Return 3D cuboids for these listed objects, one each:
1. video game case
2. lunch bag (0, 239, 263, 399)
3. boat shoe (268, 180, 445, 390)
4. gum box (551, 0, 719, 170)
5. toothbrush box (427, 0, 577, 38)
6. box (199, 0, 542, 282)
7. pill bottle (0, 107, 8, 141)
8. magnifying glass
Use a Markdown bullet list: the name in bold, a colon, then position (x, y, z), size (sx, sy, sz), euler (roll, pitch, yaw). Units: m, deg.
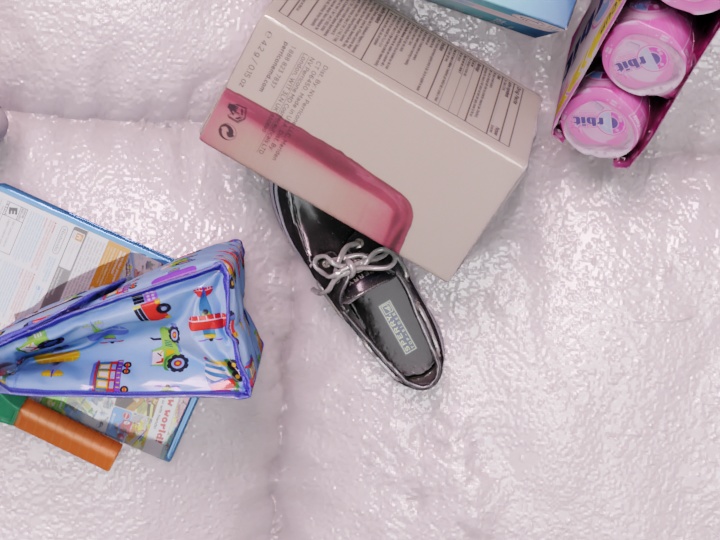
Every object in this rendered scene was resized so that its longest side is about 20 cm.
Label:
- **video game case**: position (-0.206, 0.040, 1.041), size (0.200, 0.018, 0.143), euler (24, 96, -4)
- **lunch bag**: position (-0.175, 0.048, 0.957), size (0.199, 0.151, 0.094), euler (-11, 97, 0)
- **boat shoe**: position (-0.002, 0.002, 1.012), size (0.073, 0.068, 0.200), euler (-27, 97, 2)
- **gum box**: position (0.196, -0.173, 0.926), size (0.066, 0.114, 0.200), euler (22, 138, -2)
- **toothbrush box**: position (0.051, -0.231, 0.944), size (0.199, 0.146, 0.086), euler (19, 97, -4)
- **box**: position (0.011, -0.105, 0.956), size (0.200, 0.128, 0.109), euler (30, 121, -4)
- **pill bottle**: position (-0.349, -0.142, 0.968), size (0.109, 0.109, 0.200), euler (-41, 96, 4)
- **magnifying glass**: position (-0.271, 0.095, 1.031), size (0.200, 0.022, 0.080), euler (29, 126, -5)
